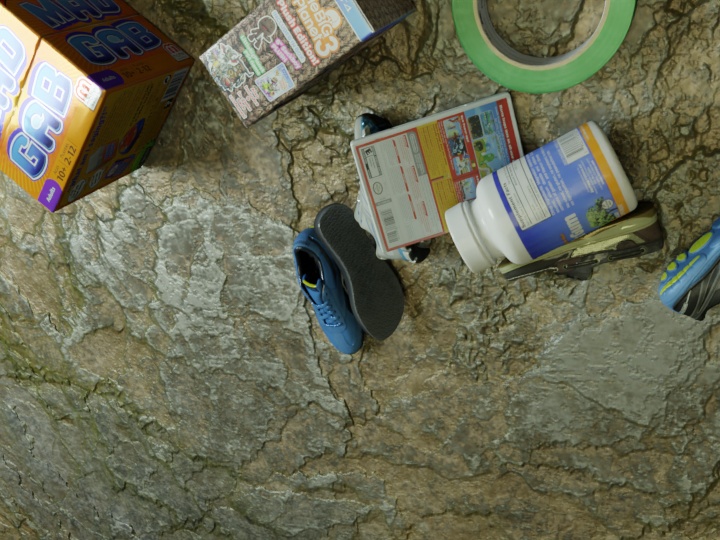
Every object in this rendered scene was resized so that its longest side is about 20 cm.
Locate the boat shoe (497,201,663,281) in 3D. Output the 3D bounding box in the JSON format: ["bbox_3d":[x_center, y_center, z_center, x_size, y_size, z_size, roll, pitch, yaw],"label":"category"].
[{"bbox_3d":[0.265,-0.018,0.974,0.199,0.072,0.067,-22,99,25],"label":"boat shoe"}]

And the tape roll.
[{"bbox_3d":[0.200,-0.299,0.882,0.198,0.048,0.203,9,117,19],"label":"tape roll"}]

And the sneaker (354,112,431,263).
[{"bbox_3d":[0.019,-0.100,1.042,0.086,0.075,0.202,-6,107,41],"label":"sneaker"}]

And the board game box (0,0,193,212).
[{"bbox_3d":[-0.384,-0.241,1.064,0.199,0.200,0.201,39,122,1],"label":"board game box"}]

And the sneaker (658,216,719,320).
[{"bbox_3d":[0.432,-0.017,0.913,0.082,0.071,0.200,34,124,-12],"label":"sneaker"}]

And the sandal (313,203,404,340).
[{"bbox_3d":[0.000,-0.001,1.105,0.202,0.076,0.043,66,161,-13],"label":"sandal"}]

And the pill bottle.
[{"bbox_3d":[0.202,-0.076,0.925,0.198,0.112,0.113,-28,102,17],"label":"pill bottle"}]

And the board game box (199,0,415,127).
[{"bbox_3d":[-0.058,-0.276,0.936,0.199,0.160,0.097,-29,102,31],"label":"board game box"}]

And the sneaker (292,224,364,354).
[{"bbox_3d":[-0.052,0.039,1.132,0.065,0.079,0.202,-8,112,24],"label":"sneaker"}]

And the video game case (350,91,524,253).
[{"bbox_3d":[0.101,-0.117,0.979,0.198,0.017,0.145,-17,108,2],"label":"video game case"}]
